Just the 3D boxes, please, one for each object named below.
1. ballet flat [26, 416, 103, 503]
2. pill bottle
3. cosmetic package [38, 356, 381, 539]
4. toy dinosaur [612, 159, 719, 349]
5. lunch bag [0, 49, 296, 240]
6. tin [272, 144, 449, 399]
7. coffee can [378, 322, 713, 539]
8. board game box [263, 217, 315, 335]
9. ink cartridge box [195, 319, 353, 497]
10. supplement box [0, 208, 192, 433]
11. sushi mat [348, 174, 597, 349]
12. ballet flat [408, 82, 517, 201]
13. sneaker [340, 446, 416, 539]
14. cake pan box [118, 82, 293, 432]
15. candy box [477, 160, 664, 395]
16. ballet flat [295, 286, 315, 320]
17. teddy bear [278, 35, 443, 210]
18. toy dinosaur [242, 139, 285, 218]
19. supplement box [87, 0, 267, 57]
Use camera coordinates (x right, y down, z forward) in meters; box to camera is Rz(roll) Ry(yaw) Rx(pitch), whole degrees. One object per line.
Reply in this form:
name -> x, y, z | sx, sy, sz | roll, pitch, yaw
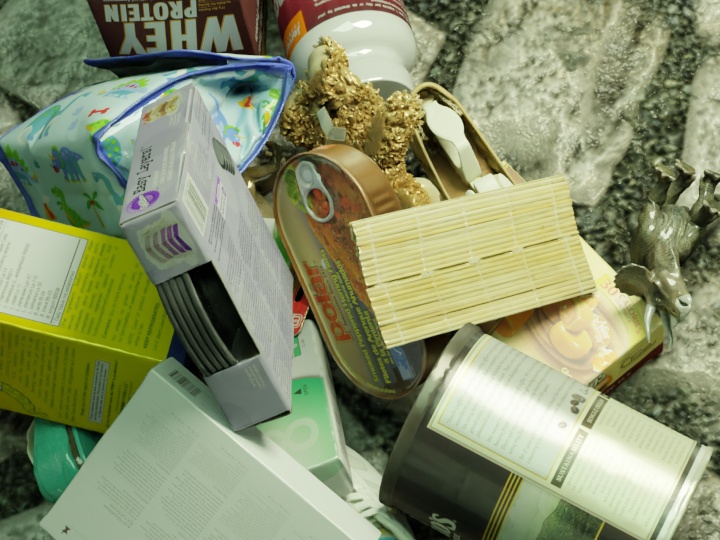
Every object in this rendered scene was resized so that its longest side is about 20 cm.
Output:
ballet flat -> -0.245, 0.101, 1.403 | 0.070, 0.067, 0.201 | -31, 48, 19
pill bottle -> -0.016, -0.217, 1.520 | 0.112, 0.113, 0.201 | -15, 59, 0
cosmetic package -> -0.108, 0.184, 1.248 | 0.200, 0.052, 0.151 | 40, 104, 5
toy dinosaur -> 0.241, -0.030, 1.368 | 0.077, 0.103, 0.200 | 30, 24, 2
lunch bag -> -0.169, -0.115, 1.425 | 0.200, 0.128, 0.169 | -37, 25, -32
tin -> 0.000, 0.000, 1.342 | 0.042, 0.111, 0.202 | -27, 96, -45
coffee can -> 0.133, 0.147, 1.259 | 0.199, 0.147, 0.147 | 27, 67, 12
board game box -> -0.125, 0.000, 1.422 | 0.198, 0.030, 0.096 | 7, 61, 24
ink cartridge box -> -0.112, 0.132, 1.341 | 0.198, 0.050, 0.162 | -18, 40, 3
supplement box -> -0.224, 0.042, 1.334 | 0.198, 0.110, 0.109 | 14, 48, -2
sushi mat -> 0.086, -0.009, 1.313 | 0.198, 0.012, 0.097 | -14, 90, -28
ballet flat -> 0.087, -0.069, 1.387 | 0.068, 0.063, 0.201 | -29, 60, -8
sneaker -> 0.004, 0.195, 1.306 | 0.076, 0.081, 0.200 | -34, 60, -9
cake pan box -> -0.104, -0.010, 1.248 | 0.052, 0.185, 0.201 | -23, 29, 11
candy box -> 0.135, 0.019, 1.398 | 0.115, 0.055, 0.200 | -36, 62, -12
ballet flat -> -0.025, 0.003, 1.443 | 0.200, 0.047, 0.067 | -42, 36, -21
teddy bear -> 0.005, -0.094, 1.397 | 0.066, 0.146, 0.200 | -8, 38, -43
toy dinosaur -> -0.097, -0.060, 1.488 | 0.199, 0.058, 0.102 | 21, 80, 28
supplement box -> -0.161, -0.295, 1.535 | 0.131, 0.201, 0.199 | -3, 60, 6
